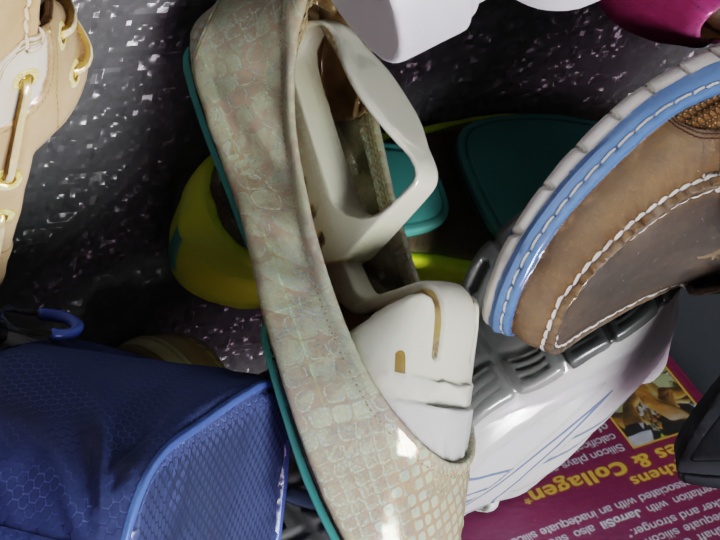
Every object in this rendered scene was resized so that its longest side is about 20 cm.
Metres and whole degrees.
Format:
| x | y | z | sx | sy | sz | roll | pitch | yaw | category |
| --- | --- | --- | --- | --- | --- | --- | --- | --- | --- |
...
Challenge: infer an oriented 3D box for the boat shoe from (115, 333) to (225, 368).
| x | y | z | sx | sy | sz | roll | pitch | yaw | category |
| --- | --- | --- | --- | --- | --- | --- | --- | --- | --- |
| -0.050 | 0.088 | 0.927 | 0.065 | 0.072 | 0.200 | -32 | 141 | -25 | boat shoe |

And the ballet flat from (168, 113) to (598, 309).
| x | y | z | sx | sy | sz | roll | pitch | yaw | category |
| --- | --- | --- | --- | --- | --- | --- | --- | --- | --- |
| 0.024 | -0.015 | 0.889 | 0.200 | 0.067 | 0.067 | -2 | 151 | -31 | ballet flat |

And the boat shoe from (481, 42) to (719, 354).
| x | y | z | sx | sy | sz | roll | pitch | yaw | category |
| --- | --- | --- | --- | --- | --- | --- | --- | --- | --- |
| 0.125 | -0.029 | 0.796 | 0.200 | 0.072 | 0.072 | -36 | 157 | -24 | boat shoe |

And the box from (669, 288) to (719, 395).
| x | y | z | sx | sy | sz | roll | pitch | yaw | category |
| --- | --- | --- | --- | --- | --- | --- | --- | --- | --- |
| 0.176 | 0.022 | 0.998 | 0.141 | 0.079 | 0.200 | -23 | 140 | -35 | box |

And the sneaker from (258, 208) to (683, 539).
| x | y | z | sx | sy | sz | roll | pitch | yaw | category |
| --- | --- | --- | --- | --- | --- | --- | --- | --- | --- |
| 0.026 | 0.056 | 0.848 | 0.200 | 0.075 | 0.087 | -30 | 146 | -5 | sneaker |

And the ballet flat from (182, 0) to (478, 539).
| x | y | z | sx | sy | sz | roll | pitch | yaw | category |
| --- | --- | --- | --- | --- | --- | --- | --- | --- | --- |
| 0.000 | 0.000 | 0.773 | 0.062 | 0.200 | 0.067 | -27 | 165 | 29 | ballet flat |

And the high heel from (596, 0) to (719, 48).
| x | y | z | sx | sy | sz | roll | pitch | yaw | category |
| --- | --- | --- | --- | --- | --- | --- | --- | --- | --- |
| 0.145 | -0.089 | 0.865 | 0.200 | 0.096 | 0.067 | 20 | 116 | -45 | high heel |

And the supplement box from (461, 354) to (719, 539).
| x | y | z | sx | sy | sz | roll | pitch | yaw | category |
| --- | --- | --- | --- | --- | --- | --- | --- | --- | --- |
| 0.072 | 0.108 | 0.925 | 0.131 | 0.200 | 0.103 | -15 | 136 | -23 | supplement box |

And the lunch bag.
| x | y | z | sx | sy | sz | roll | pitch | yaw | category |
| --- | --- | --- | --- | --- | --- | --- | --- | --- | --- |
| -0.106 | 0.104 | 0.757 | 0.136 | 0.132 | 0.200 | -24 | 120 | -70 | lunch bag |

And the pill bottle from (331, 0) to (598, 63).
| x | y | z | sx | sy | sz | roll | pitch | yaw | category |
| --- | --- | --- | --- | --- | --- | --- | --- | --- | --- |
| 0.074 | -0.145 | 0.745 | 0.200 | 0.116 | 0.116 | -28 | 140 | -9 | pill bottle |

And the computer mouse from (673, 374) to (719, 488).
| x | y | z | sx | sy | sz | roll | pitch | yaw | category |
| --- | --- | --- | --- | --- | --- | --- | --- | --- | --- |
| 0.155 | 0.004 | 0.748 | 0.200 | 0.046 | 0.140 | -51 | 156 | 21 | computer mouse |

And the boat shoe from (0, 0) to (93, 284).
| x | y | z | sx | sy | sz | roll | pitch | yaw | category |
| --- | --- | --- | --- | --- | --- | --- | --- | --- | --- |
| -0.112 | -0.061 | 0.734 | 0.069 | 0.074 | 0.200 | -9 | 143 | -32 | boat shoe |
